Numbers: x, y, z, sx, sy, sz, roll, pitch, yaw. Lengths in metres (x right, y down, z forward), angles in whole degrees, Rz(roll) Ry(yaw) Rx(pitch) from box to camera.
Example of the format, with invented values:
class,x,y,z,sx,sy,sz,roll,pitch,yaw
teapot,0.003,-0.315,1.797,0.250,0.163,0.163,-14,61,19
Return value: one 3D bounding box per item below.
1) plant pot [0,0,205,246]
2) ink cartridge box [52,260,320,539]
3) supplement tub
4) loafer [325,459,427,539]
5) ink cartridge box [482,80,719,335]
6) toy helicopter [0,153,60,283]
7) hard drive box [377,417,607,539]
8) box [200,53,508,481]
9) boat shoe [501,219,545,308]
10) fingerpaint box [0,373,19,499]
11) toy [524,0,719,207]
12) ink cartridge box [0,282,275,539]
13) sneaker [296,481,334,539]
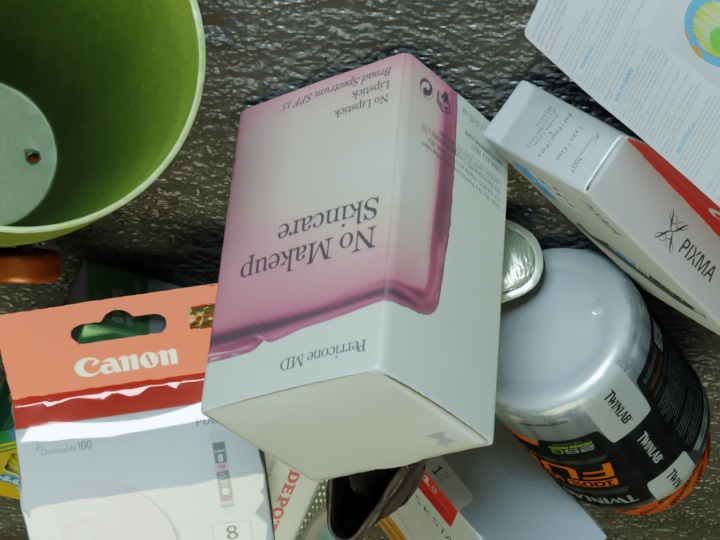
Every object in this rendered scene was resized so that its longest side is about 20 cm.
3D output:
class,x,y,z,sx,sy,sz,roll,pitch,yaw
plant pot,-0.192,-0.089,1.017,0.186,0.188,0.200,14,165,-13
ink cartridge box,-0.118,0.096,1.334,0.199,0.088,0.146,15,117,-19
supplement tub,0.157,0.080,1.270,0.122,0.123,0.200,-9,147,25
loafer,0.011,0.117,1.270,0.072,0.063,0.200,30,148,15
ink cartridge box,0.184,-0.015,1.082,0.200,0.045,0.176,38,177,-43
toy helicopter,-0.278,-0.033,1.145,0.132,0.079,0.200,8,-172,33
hard drive box,0.087,0.184,1.412,0.077,0.156,0.200,-34,162,-18
box,0.000,0.000,1.081,0.128,0.201,0.109,-16,144,33
boat shoe,0.025,0.003,1.230,0.199,0.072,0.068,-8,166,21
fingerpaint box,-0.183,0.132,1.477,0.199,0.074,0.167,16,149,-16
toy,0.180,-0.097,0.930,0.200,0.047,0.115,46,141,19
ink cartridge box,-0.147,0.115,1.264,0.162,0.057,0.201,-9,125,-3
sneaker,-0.014,0.153,1.510,0.082,0.074,0.200,-22,161,-42
